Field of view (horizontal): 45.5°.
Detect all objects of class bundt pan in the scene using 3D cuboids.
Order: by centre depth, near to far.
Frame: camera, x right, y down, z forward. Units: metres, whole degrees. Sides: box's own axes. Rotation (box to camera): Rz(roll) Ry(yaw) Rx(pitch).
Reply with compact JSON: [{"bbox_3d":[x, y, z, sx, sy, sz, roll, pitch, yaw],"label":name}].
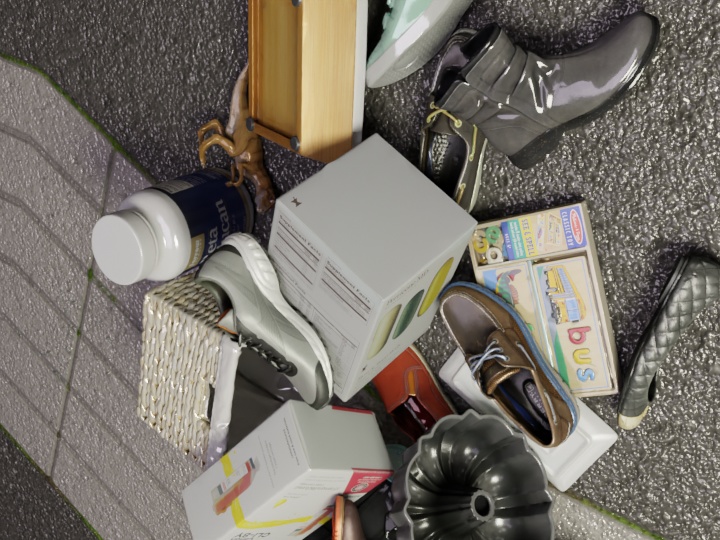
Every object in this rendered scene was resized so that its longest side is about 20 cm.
[{"bbox_3d":[0.114,0.262,0.942,0.204,0.200,0.076,57,145,2],"label":"bundt pan"}]

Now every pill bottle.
[{"bbox_3d":[-0.229,-0.052,1.054,0.109,0.199,0.114,11,113,28],"label":"pill bottle"}]

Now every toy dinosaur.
[{"bbox_3d":[-0.150,-0.172,1.061,0.104,0.060,0.205,-10,102,-5],"label":"toy dinosaur"}]

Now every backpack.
[{"bbox_3d":[0.028,0.315,1.050,0.177,0.152,0.200,51,126,10],"label":"backpack"}]

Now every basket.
[{"bbox_3d":[-0.159,0.111,1.070,0.159,0.199,0.202,24,119,24],"label":"basket"}]

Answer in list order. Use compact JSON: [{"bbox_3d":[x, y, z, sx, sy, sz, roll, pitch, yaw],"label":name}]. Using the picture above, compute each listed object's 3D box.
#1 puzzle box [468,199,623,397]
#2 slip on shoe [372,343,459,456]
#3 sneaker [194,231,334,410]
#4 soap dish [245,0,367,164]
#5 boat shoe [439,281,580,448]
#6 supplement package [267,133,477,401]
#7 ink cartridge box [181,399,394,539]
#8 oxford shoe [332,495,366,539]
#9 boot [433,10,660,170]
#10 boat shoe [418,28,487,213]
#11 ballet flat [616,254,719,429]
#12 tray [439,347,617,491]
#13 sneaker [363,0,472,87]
[{"bbox_3d":[0.195,0.038,0.913,0.131,0.025,0.205,-11,97,29],"label":"puzzle box"},{"bbox_3d":[0.050,0.141,1.032,0.201,0.061,0.074,53,127,7],"label":"slip on shoe"},{"bbox_3d":[-0.099,0.063,0.886,0.202,0.079,0.074,56,149,-5],"label":"sneaker"},{"bbox_3d":[-0.063,-0.225,0.932,0.157,0.080,0.204,32,126,50],"label":"soap dish"},{"bbox_3d":[0.150,0.096,0.893,0.200,0.072,0.072,47,118,10],"label":"boat shoe"},{"bbox_3d":[0.000,0.000,0.914,0.150,0.151,0.202,42,146,17],"label":"supplement package"},{"bbox_3d":[-0.083,0.238,0.964,0.199,0.144,0.085,-41,56,27],"label":"ink cartridge box"},{"bbox_3d":[0.012,0.334,0.950,0.071,0.071,0.204,-11,112,4],"label":"oxford shoe"},{"bbox_3d":[0.168,-0.189,0.803,0.130,0.071,0.200,32,126,-21],"label":"boot"},{"bbox_3d":[0.098,-0.146,0.901,0.070,0.060,0.206,14,114,27],"label":"boat shoe"},{"bbox_3d":[0.303,0.079,0.849,0.056,0.066,0.204,24,119,16],"label":"ballet flat"},{"bbox_3d":[0.183,0.155,0.978,0.200,0.022,0.108,43,125,13],"label":"tray"},{"bbox_3d":[0.048,-0.290,0.880,0.119,0.073,0.201,54,128,13],"label":"sneaker"}]
